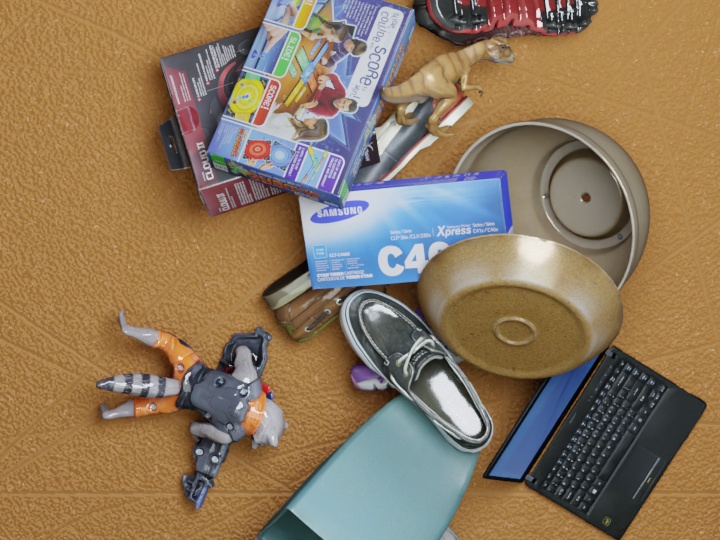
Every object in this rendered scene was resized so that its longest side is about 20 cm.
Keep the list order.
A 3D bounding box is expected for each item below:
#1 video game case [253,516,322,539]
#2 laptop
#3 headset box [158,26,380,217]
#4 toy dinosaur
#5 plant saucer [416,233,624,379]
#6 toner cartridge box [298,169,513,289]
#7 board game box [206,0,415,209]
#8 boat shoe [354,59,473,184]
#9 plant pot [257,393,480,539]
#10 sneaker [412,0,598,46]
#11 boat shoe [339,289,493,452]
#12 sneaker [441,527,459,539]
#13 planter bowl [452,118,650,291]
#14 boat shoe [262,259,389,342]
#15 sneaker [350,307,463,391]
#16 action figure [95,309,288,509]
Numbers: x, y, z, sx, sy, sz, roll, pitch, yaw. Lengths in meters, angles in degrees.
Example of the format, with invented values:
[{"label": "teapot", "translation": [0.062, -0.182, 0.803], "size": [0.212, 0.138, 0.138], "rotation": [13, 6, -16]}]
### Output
[{"label": "video game case", "translation": [-0.086, 0.370, 1.765], "size": [0.199, 0.045, 0.182], "rotation": [-30, 83, 3]}, {"label": "laptop", "translation": [0.245, 0.175, 1.762], "size": [0.199, 0.103, 0.178], "rotation": [31, 97, -10]}, {"label": "headset box", "translation": [-0.097, -0.152, 1.649], "size": [0.198, 0.075, 0.150], "rotation": [-19, 70, -2]}, {"label": "toy dinosaur", "translation": [0.061, -0.175, 1.616], "size": [0.060, 0.199, 0.107], "rotation": [39, 137, 26]}, {"label": "plant saucer", "translation": [0.148, 0.045, 1.613], "size": [0.198, 0.036, 0.201], "rotation": [9, 140, 7]}, {"label": "toner cartridge box", "translation": [0.046, -0.039, 1.639], "size": [0.198, 0.043, 0.096], "rotation": [-5, 102, 14]}, {"label": "board game box", "translation": [-0.044, -0.170, 1.592], "size": [0.134, 0.034, 0.201], "rotation": [19, 73, 11]}, {"label": "boat shoe", "translation": [0.022, -0.123, 1.701], "size": [0.200, 0.071, 0.063], "rotation": [-43, 96, 2]}, {"label": "plant pot", "translation": [0.022, 0.222, 1.707], "size": [0.141, 0.141, 0.200], "rotation": [39, 65, 0]}, {"label": "sneaker", "translation": [0.138, -0.262, 1.687], "size": [0.199, 0.098, 0.072], "rotation": [-4, 89, -28]}, {"label": "boat shoe", "translation": [0.061, 0.091, 1.662], "size": [0.200, 0.071, 0.072], "rotation": [44, 77, 4]}, {"label": "sneaker", "translation": [0.094, 0.337, 1.790], "size": [0.076, 0.081, 0.200], "rotation": [-38, 101, 4]}, {"label": "planter bowl", "translation": [0.201, -0.060, 1.678], "size": [0.199, 0.135, 0.202], "rotation": [10, 110, 29]}, {"label": "boat shoe", "translation": [0.000, 0.000, 1.726], "size": [0.199, 0.072, 0.068], "rotation": [-30, 104, 12]}, {"label": "sneaker", "translation": [0.076, 0.058, 1.741], "size": [0.199, 0.080, 0.089], "rotation": [-25, 90, 2]}, {"label": "action figure", "translation": [-0.169, 0.148, 1.720], "size": [0.192, 0.105, 0.202], "rotation": [15, 97, 2]}]
